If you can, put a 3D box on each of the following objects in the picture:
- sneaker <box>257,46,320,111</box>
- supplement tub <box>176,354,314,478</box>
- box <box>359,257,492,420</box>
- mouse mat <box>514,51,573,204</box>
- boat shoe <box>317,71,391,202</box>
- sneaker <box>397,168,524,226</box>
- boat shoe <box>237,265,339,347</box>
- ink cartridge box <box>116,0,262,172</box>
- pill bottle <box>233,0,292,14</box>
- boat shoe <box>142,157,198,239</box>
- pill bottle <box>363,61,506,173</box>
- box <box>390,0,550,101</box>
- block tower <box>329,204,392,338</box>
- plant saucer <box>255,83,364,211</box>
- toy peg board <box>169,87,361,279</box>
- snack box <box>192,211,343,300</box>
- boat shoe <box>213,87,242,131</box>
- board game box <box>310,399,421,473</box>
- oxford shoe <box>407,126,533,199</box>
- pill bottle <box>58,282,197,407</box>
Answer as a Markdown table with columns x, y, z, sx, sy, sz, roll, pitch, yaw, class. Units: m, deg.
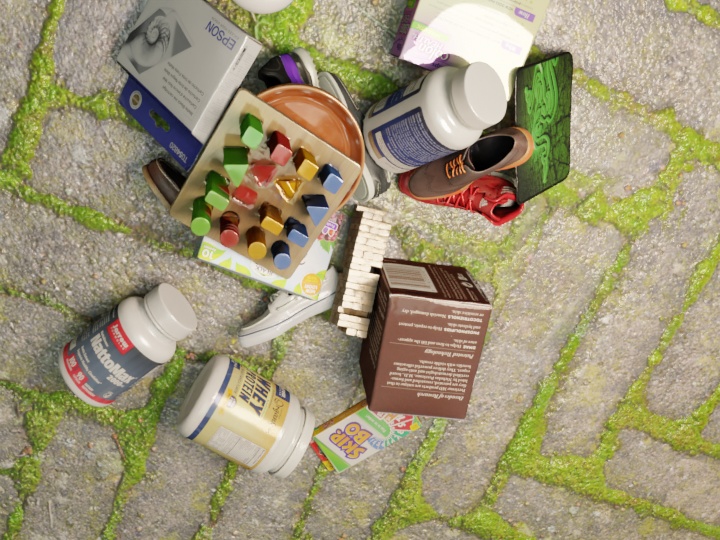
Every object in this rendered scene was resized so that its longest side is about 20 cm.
| x | y | z | sx | sy | sz | roll | pitch | yaw | class |
| --- | --- | --- | --- | --- | --- | --- | --- | --- | --- |
| -0.097 | -0.212 | 0.985 | 0.099 | 0.069 | 0.203 | -28 | 106 | -32 | sneaker |
| -0.189 | 0.247 | 1.129 | 0.198 | 0.145 | 0.145 | 32 | 104 | -16 | supplement tub |
| 0.097 | 0.106 | 1.094 | 0.161 | 0.166 | 0.203 | 6 | 110 | -9 | box |
| 0.278 | -0.215 | 1.021 | 0.160 | 0.007 | 0.203 | -28 | 121 | -38 | mouse mat |
| -0.013 | -0.206 | 1.025 | 0.060 | 0.075 | 0.203 | -28 | 105 | -36 | boat shoe |
| 0.161 | -0.123 | 1.041 | 0.196 | 0.116 | 0.080 | 2 | 111 | -7 | sneaker |
| -0.119 | 0.055 | 1.111 | 0.198 | 0.073 | 0.068 | -26 | 101 | -10 | boat shoe |
| -0.251 | -0.272 | 0.921 | 0.199 | 0.040 | 0.201 | 41 | 106 | 26 | ink cartridge box |
| -0.125 | -0.389 | 0.868 | 0.109 | 0.200 | 0.113 | -2 | 111 | -5 | pill bottle |
| -0.244 | -0.097 | 1.035 | 0.070 | 0.071 | 0.201 | -31 | 119 | 14 | boat shoe |
| 0.102 | -0.214 | 0.941 | 0.110 | 0.199 | 0.113 | 7 | 78 | -36 | pill bottle |
| 0.161 | -0.372 | 0.960 | 0.173 | 0.097 | 0.203 | 17 | 107 | -12 | box |
| 0.000 | 0.000 | 1.071 | 0.053 | 0.058 | 0.204 | 12 | 91 | -19 | block tower |
| -0.093 | -0.163 | 0.955 | 0.197 | 0.032 | 0.203 | -4 | 118 | -8 | plant saucer |
| -0.125 | -0.097 | 0.905 | 0.197 | 0.098 | 0.201 | 30 | 106 | -21 | toy peg board |
| -0.138 | -0.053 | 1.025 | 0.198 | 0.053 | 0.144 | 21 | 84 | -25 | snack box |
| -0.149 | -0.187 | 1.017 | 0.073 | 0.076 | 0.200 | -21 | 125 | 37 | boat shoe |
| 0.004 | 0.292 | 1.230 | 0.198 | 0.030 | 0.096 | -30 | 110 | 8 | board game box |
| 0.146 | -0.156 | 0.973 | 0.198 | 0.072 | 0.072 | -23 | 85 | 30 | oxford shoe |
| -0.365 | 0.113 | 1.075 | 0.199 | 0.120 | 0.120 | -36 | 110 | 8 | pill bottle |
